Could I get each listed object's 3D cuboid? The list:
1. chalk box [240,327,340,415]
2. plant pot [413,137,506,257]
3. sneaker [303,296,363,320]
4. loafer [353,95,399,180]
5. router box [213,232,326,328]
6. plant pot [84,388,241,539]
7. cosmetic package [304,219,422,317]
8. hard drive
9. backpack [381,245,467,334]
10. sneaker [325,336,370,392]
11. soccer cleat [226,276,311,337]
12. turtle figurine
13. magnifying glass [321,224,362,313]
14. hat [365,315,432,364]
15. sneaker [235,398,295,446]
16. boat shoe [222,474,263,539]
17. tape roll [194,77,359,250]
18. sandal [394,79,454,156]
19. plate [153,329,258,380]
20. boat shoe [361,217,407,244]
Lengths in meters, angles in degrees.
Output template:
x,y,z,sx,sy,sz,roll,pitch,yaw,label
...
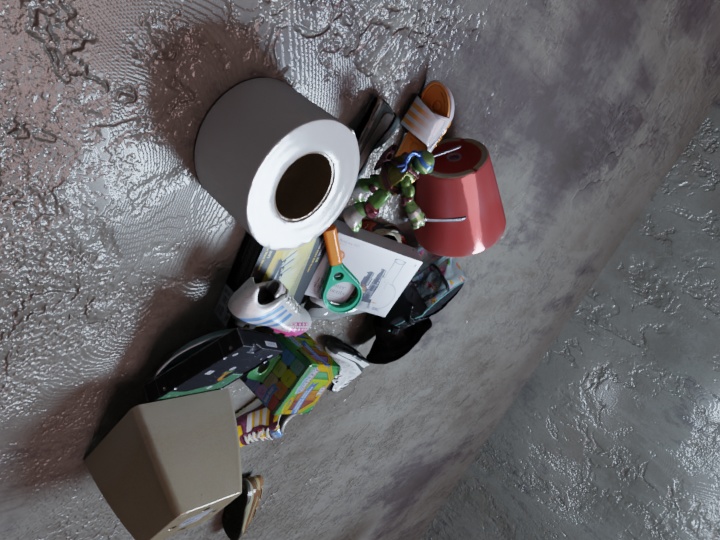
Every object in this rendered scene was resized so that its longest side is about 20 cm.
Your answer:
x,y,z,sx,sy,sz,roll,pitch,yaw,label
-0.148,0.195,1.172,0.126,0.124,0.200,-52,158,5,chalk box
0.198,-0.159,1.231,0.199,0.199,0.180,-35,135,-23,plant pot
-0.043,0.066,1.262,0.198,0.074,0.080,3,131,-47,sneaker
-0.015,-0.209,1.018,0.201,0.071,0.063,-52,130,-11,loafer
-0.153,0.004,1.058,0.156,0.052,0.202,0,123,-52,router box
-0.318,0.344,1.026,0.200,0.179,0.198,-42,155,30,plant pot
0.000,0.000,1.161,0.197,0.052,0.152,17,119,-29,cosmetic package
-0.245,0.165,1.013,0.198,0.038,0.139,-33,160,13,hard drive
0.134,0.030,1.340,0.198,0.155,0.176,-22,169,-33,backpack
-0.052,0.234,1.412,0.116,0.075,0.200,-51,152,-2,sneaker
-0.136,0.060,1.017,0.087,0.070,0.199,-52,149,15,soccer cleat
0.075,-0.133,1.057,0.191,0.147,0.198,-19,172,34,turtle figurine
-0.042,0.002,1.101,0.078,0.023,0.203,-14,130,-6,magnifying glass
0.072,0.140,1.438,0.200,0.200,0.082,-40,105,-17,hat
-0.218,0.337,1.288,0.199,0.090,0.075,-41,148,-17,sneaker
-0.284,0.590,1.487,0.073,0.075,0.203,-14,134,-49,boat shoe
-0.118,-0.151,0.858,0.201,0.139,0.205,-33,145,-27,tape roll
0.103,-0.245,1.103,0.059,0.079,0.209,-14,136,-53,sandal
-0.266,0.148,1.044,0.197,0.026,0.201,-26,159,-11,plate
0.052,-0.061,1.251,0.072,0.062,0.199,-58,150,9,boat shoe
